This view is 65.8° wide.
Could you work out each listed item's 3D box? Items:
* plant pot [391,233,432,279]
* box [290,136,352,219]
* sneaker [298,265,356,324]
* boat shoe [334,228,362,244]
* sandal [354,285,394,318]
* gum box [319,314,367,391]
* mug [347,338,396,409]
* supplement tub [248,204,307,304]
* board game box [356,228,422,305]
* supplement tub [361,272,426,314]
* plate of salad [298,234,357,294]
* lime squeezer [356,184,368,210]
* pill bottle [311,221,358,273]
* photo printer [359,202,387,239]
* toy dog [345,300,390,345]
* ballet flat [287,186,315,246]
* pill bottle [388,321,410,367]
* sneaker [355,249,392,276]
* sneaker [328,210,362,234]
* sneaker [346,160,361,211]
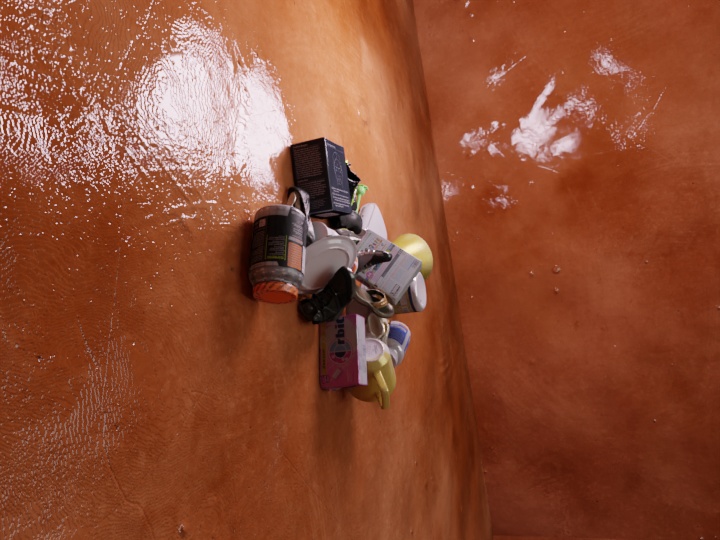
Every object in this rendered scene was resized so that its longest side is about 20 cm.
[{"bbox_3d":[0.155,-0.030,2.131,0.142,0.200,0.200,-18,101,-45],"label":"plant pot"},{"bbox_3d":[-0.107,-0.252,1.555,0.148,0.107,0.200,-2,85,-70],"label":"box"},{"bbox_3d":[-0.085,0.072,1.423,0.114,0.200,0.076,-17,62,-40],"label":"sneaker"},{"bbox_3d":[-0.035,-0.091,1.752,0.061,0.072,0.201,46,4,12],"label":"boat shoe"},{"bbox_3d":[0.041,0.082,1.634,0.200,0.054,0.080,34,21,-39],"label":"sandal"},{"bbox_3d":[-0.048,0.228,1.526,0.066,0.113,0.200,34,51,-64],"label":"gum box"},{"bbox_3d":[0.043,0.284,1.605,0.149,0.186,0.153,-41,145,-33],"label":"mug"},{"bbox_3d":[-0.183,-0.034,1.236,0.123,0.122,0.200,46,41,-59],"label":"supplement tub"},{"bbox_3d":[0.066,-0.012,1.705,0.148,0.200,0.064,-53,165,-14],"label":"board game box"},{"bbox_3d":[0.114,0.080,1.906,0.144,0.200,0.145,-8,90,-71],"label":"supplement tub"},{"bbox_3d":[-0.099,-0.018,1.414,0.048,0.200,0.200,53,2,34],"label":"plate of salad"},{"bbox_3d":[0.008,-0.278,1.993,0.200,0.038,0.071,-70,147,-54],"label":"lime squeezer"},{"bbox_3d":[-0.090,-0.049,1.523,0.200,0.109,0.110,48,39,-58],"label":"pill bottle"},{"bbox_3d":[0.039,-0.133,1.974,0.200,0.069,0.167,-71,148,-51],"label":"photo printer"},{"bbox_3d":[0.019,0.167,1.748,0.200,0.139,0.194,38,30,-65],"label":"toy dog"},{"bbox_3d":[-0.163,-0.130,1.429,0.068,0.068,0.200,31,43,-53],"label":"ballet flat"},{"bbox_3d":[0.105,0.268,1.944,0.200,0.112,0.112,-53,132,-63],"label":"pill bottle"},{"bbox_3d":[0.000,0.000,1.636,0.075,0.200,0.116,15,76,-63],"label":"sneaker"},{"bbox_3d":[-0.060,-0.158,1.726,0.200,0.076,0.091,43,49,-48],"label":"sneaker"},{"bbox_3d":[-0.035,-0.267,1.800,0.072,0.083,0.200,-78,153,-42],"label":"sneaker"}]
